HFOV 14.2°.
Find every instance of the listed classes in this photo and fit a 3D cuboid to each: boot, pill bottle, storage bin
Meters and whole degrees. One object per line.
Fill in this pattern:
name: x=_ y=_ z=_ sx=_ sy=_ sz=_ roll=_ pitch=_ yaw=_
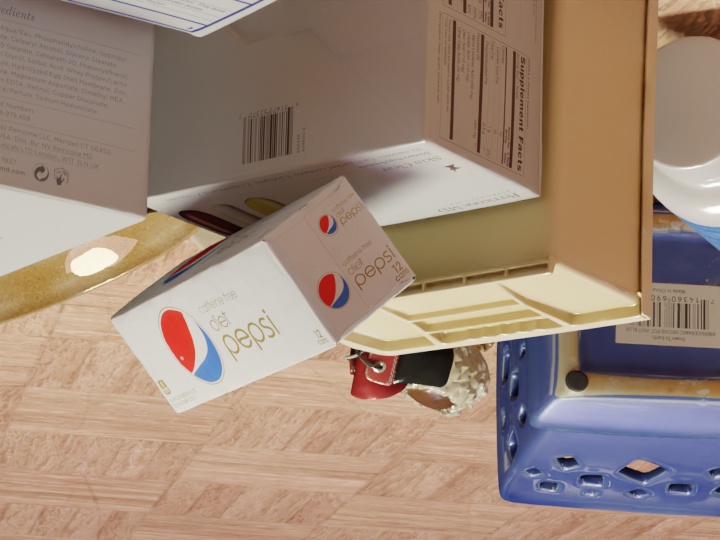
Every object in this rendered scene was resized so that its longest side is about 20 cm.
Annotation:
boot: x=0.000 y=0.000 z=1.770 sx=0.200 sy=0.145 sz=0.072 roll=26 pitch=176 yaw=-40
pill bottle: x=0.233 y=-0.071 z=1.756 sx=0.112 sy=0.113 sz=0.200 roll=-5 pitch=164 yaw=26
storage bin: x=0.059 y=-0.067 z=1.630 sx=0.198 sy=0.201 sz=0.094 roll=-10 pitch=159 yaw=37

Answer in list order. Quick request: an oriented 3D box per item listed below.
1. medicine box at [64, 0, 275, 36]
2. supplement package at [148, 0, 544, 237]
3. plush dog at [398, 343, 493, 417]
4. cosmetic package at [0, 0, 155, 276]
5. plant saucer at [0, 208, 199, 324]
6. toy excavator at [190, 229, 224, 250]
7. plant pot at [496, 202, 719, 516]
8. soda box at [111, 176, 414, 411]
medicine box: x=-0.099 y=-0.200 z=1.352 sx=0.182 sy=0.103 sz=0.200 roll=12 pitch=161 yaw=-33
supplement package: x=-0.012 y=-0.111 z=1.564 sx=0.200 sy=0.156 sz=0.111 roll=-10 pitch=161 yaw=36
plush dog: x=0.027 y=-0.006 z=2.041 sx=0.200 sy=0.161 sz=0.172 roll=31 pitch=179 yaw=1
cosmetic package: x=-0.206 y=-0.111 z=1.505 sx=0.123 sy=0.201 sz=0.199 roll=11 pitch=163 yaw=-35
plant saucer: x=-0.193 y=-0.012 z=1.770 sx=0.200 sy=0.036 sz=0.200 roll=-22 pitch=172 yaw=-3
toy excavator: x=-0.033 y=-0.016 z=1.914 sx=0.199 sy=0.195 sz=0.100 roll=-18 pitch=179 yaw=10
plant pot: x=0.203 y=0.056 z=2.080 sx=0.199 sy=0.201 sz=0.180 roll=3 pitch=159 yaw=-1
soda box: x=-0.056 y=0.016 z=1.548 sx=0.064 sy=0.068 sz=0.200 roll=-39 pitch=-173 yaw=-31
